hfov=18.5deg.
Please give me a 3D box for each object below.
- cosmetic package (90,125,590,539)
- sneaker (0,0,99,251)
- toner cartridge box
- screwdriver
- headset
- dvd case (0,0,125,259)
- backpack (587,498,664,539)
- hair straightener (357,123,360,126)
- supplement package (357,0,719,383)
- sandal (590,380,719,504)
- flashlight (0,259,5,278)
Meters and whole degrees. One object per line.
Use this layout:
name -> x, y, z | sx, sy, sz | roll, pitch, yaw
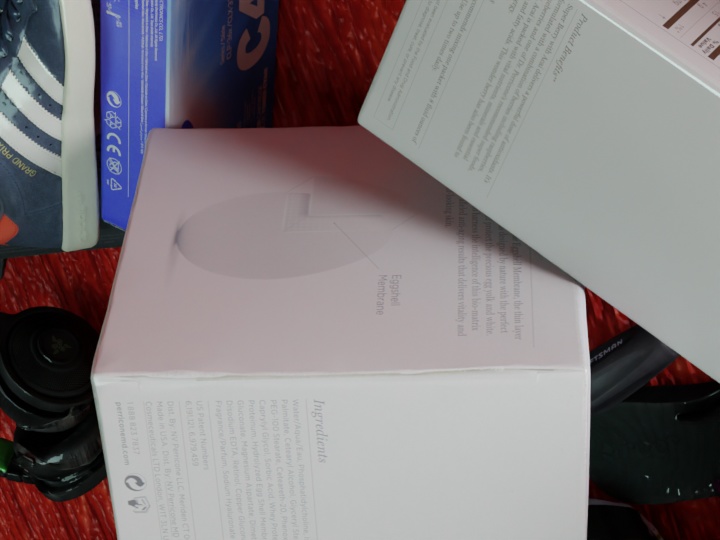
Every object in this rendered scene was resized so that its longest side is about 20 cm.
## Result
cosmetic package -> -0.001, 0.034, 0.970 | 0.198, 0.200, 0.124 | -2, 123, 5
sneaker -> -0.169, -0.092, 1.055 | 0.084, 0.075, 0.201 | -3, 125, -9
toner cartridge box -> -0.080, -0.119, 1.054 | 0.043, 0.095, 0.201 | 24, 132, 23
screwdriver -> 0.073, 0.078, 1.076 | 0.199, 0.028, 0.029 | -32, 61, 29
headset -> -0.174, 0.088, 1.263 | 0.198, 0.094, 0.124 | 4, 137, 13
dvd case -> -0.167, -0.092, 1.119 | 0.025, 0.149, 0.201 | -114, 24, -49
backpack -> 0.104, 0.210, 1.095 | 0.153, 0.162, 0.202 | 17, 124, 58
hair straightener -> 0.000, 0.000, 1.108 | 0.077, 0.041, 0.200 | 40, 131, 8
supplement package -> 0.123, -0.071, 0.903 | 0.199, 0.120, 0.122 | 37, 133, 13
sandal -> 0.177, 0.082, 1.020 | 0.200, 0.048, 0.076 | -19, 106, 44
flashlight -> -0.209, -0.073, 1.201 | 0.068, 0.068, 0.201 | 27, 132, 16
